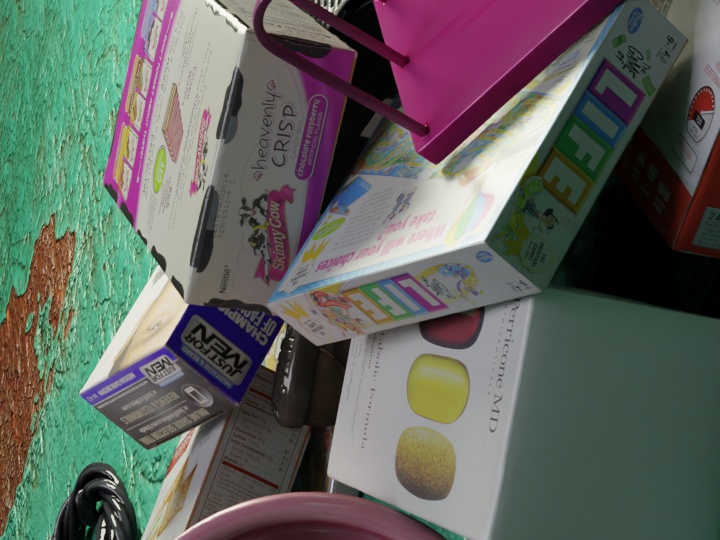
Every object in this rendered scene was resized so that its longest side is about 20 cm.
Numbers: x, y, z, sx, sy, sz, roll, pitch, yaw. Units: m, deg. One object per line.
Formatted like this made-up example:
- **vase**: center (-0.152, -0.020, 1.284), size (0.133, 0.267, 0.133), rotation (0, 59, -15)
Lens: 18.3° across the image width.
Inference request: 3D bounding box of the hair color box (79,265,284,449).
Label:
- **hair color box**: center (-0.083, 0.006, 1.379), size (0.109, 0.065, 0.200), rotation (-29, 28, 50)

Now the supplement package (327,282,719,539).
- **supplement package**: center (0.075, 0.061, 1.002), size (0.200, 0.109, 0.114), rotation (-172, 92, -70)

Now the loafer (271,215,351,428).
- **loafer**: center (0.000, 0.000, 1.299), size (0.073, 0.071, 0.201), rotation (138, 145, -75)

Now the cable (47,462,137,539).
- **cable**: center (-0.233, 0.237, 1.845), size (0.200, 0.051, 0.164), rotation (-144, 66, -69)

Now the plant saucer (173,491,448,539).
- **plant saucer**: center (-0.021, 0.199, 1.003), size (0.051, 0.200, 0.202), rotation (-8, -72, -88)

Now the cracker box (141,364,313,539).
- **cracker box**: center (-0.097, 0.170, 1.353), size (0.134, 0.058, 0.201), rotation (-49, 18, 56)

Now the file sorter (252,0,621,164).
- **file sorter**: center (0.018, -0.180, 0.962), size (0.139, 0.125, 0.201), rotation (-41, 40, 26)

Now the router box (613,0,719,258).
- **router box**: center (0.152, -0.129, 0.969), size (0.200, 0.049, 0.180), rotation (-116, 40, -58)

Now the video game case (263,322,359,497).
- **video game case**: center (-0.031, 0.069, 1.415), size (0.182, 0.023, 0.201), rotation (-179, 98, -70)

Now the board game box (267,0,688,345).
- **board game box**: center (0.046, -0.040, 0.981), size (0.135, 0.034, 0.200), rotation (-58, 19, -22)

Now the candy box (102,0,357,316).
- **candy box**: center (-0.071, -0.074, 1.132), size (0.200, 0.061, 0.137), rotation (-132, 53, -64)

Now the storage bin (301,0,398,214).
- **storage bin**: center (0.023, -0.116, 1.184), size (0.200, 0.135, 0.094), rotation (126, 147, -51)
